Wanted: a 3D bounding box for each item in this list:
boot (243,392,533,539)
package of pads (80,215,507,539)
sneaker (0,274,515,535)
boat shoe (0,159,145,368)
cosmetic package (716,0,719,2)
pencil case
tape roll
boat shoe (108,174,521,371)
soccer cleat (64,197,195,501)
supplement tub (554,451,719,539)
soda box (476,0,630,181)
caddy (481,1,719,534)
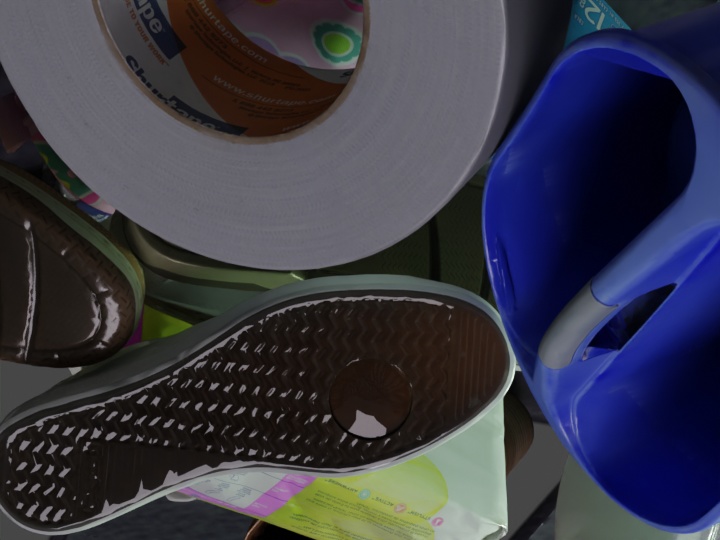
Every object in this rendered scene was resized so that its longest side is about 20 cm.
[{"bbox_3d":[-0.018,0.126,1.204,0.200,0.074,0.155,-38,173,29],"label":"boot"},{"bbox_3d":[-0.025,0.036,1.052,0.199,0.155,0.068,22,142,-30],"label":"package of pads"},{"bbox_3d":[-0.039,0.040,0.905,0.199,0.073,0.085,-13,-170,10],"label":"sneaker"},{"bbox_3d":[-0.163,-0.027,0.926,0.199,0.076,0.072,25,113,13],"label":"boat shoe"},{"bbox_3d":[0.214,-0.067,0.847,0.122,0.201,0.200,5,148,-7],"label":"cosmetic package"},{"bbox_3d":[-0.048,-0.091,0.919,0.200,0.088,0.087,-25,139,35],"label":"pencil case"},{"bbox_3d":[-0.031,-0.104,0.813,0.199,0.066,0.201,13,121,23],"label":"tape roll"},{"bbox_3d":[0.000,0.000,0.946,0.199,0.075,0.068,15,154,-12],"label":"boat shoe"},{"bbox_3d":[-0.108,0.036,1.125,0.069,0.078,0.200,-10,146,16],"label":"soccer cleat"},{"bbox_3d":[0.213,0.133,1.216,0.199,0.141,0.140,17,144,-23],"label":"supplement tub"},{"bbox_3d":[0.124,-0.018,0.984,0.200,0.068,0.064,44,131,-18],"label":"soda box"},{"bbox_3d":[0.104,0.000,0.759,0.105,0.142,0.200,-24,164,-23],"label":"caddy"}]
